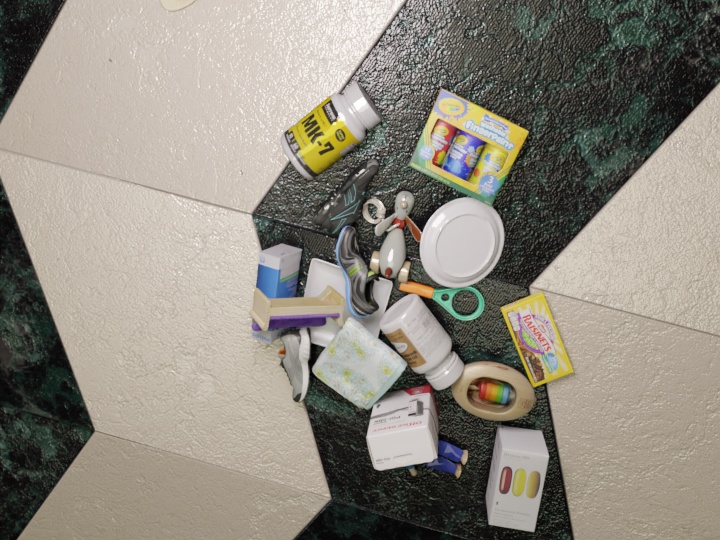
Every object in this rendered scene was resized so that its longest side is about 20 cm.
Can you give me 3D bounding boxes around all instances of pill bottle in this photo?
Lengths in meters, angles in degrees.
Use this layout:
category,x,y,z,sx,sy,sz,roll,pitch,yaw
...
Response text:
category,x,y,z,sx,sy,sz,roll,pitch,yaw
pill bottle,-0.060,-0.293,1.317,0.198,0.115,0.115,-35,99,15
pill bottle,0.141,0.164,1.419,0.113,0.115,0.201,-36,102,16

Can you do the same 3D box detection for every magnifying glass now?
category,x,y,z,sx,sy,sz,roll,pitch,yaw
magnifying glass,0.185,0.058,1.432,0.195,0.022,0.081,16,107,5

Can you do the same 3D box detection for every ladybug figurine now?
category,x,y,z,sx,sy,sz,roll,pitch,yaw
ladybug figurine,0.305,0.271,1.450,0.195,0.072,0.139,15,108,3

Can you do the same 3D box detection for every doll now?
category,x,y,z,sx,sy,sz,roll,pitch,yaw
doll,0.155,0.439,1.532,0.196,0.049,0.139,23,107,0

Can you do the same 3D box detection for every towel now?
category,x,y,z,sx,sy,sz,roll,pitch,yaw
towel,-0.006,0.220,1.450,0.170,0.048,0.201,36,128,-2

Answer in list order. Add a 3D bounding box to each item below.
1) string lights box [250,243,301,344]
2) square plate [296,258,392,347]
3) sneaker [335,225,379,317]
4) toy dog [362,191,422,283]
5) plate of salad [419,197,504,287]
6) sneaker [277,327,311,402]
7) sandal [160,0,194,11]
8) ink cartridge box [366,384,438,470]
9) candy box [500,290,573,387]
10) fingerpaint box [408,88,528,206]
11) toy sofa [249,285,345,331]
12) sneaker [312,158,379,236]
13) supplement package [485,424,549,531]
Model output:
category,x,y,z,sx,sy,sz,roll,pitch,yaw
string lights box,-0.191,0.052,1.434,0.058,0.102,0.205,15,108,20
square plate,-0.040,0.089,1.469,0.193,0.028,0.205,16,107,4
sneaker,0.000,0.000,1.381,0.081,0.070,0.205,-9,96,31
toy dog,0.072,-0.062,1.374,0.128,0.096,0.205,-7,105,9
plate of salad,0.219,-0.061,1.375,0.195,0.048,0.205,-5,112,-13
sneaker,-0.155,0.220,1.482,0.077,0.074,0.205,0,118,-6
sandal,-0.339,-0.608,1.287,0.208,0.070,0.079,-25,101,14
ink cartridge box,0.099,0.351,1.434,0.143,0.200,0.085,-13,104,11
candy box,0.400,0.157,1.429,0.100,0.026,0.203,-23,102,10
fingerpaint box,0.220,-0.256,1.310,0.197,0.073,0.170,26,108,0
toy sofa,-0.136,0.095,1.372,0.196,0.082,0.100,0,109,-32
sneaker,-0.019,-0.158,1.379,0.079,0.076,0.200,40,116,-12
supplement package,0.365,0.485,1.484,0.111,0.110,0.205,6,107,5
